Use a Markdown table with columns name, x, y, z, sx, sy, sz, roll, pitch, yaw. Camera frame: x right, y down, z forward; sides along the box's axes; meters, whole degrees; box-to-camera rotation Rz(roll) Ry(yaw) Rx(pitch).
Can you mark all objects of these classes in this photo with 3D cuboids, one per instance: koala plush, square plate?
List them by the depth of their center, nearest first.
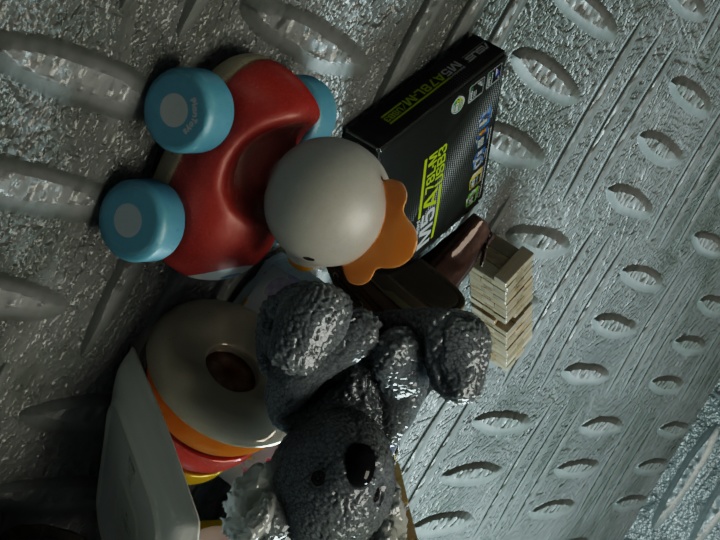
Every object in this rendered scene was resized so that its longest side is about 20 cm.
| name | x | y | z | sx | sy | sz | roll | pitch | yaw |
| --- | --- | --- | --- | --- | --- | --- | --- | --- | --- |
| koala plush | -0.015 | 0.127 | 1.310 | 0.184 | 0.177 | 0.200 | 159 | -61 | -65 |
| square plate | -0.177 | 0.198 | 1.375 | 0.028 | 0.200 | 0.198 | -6 | 132 | -22 |

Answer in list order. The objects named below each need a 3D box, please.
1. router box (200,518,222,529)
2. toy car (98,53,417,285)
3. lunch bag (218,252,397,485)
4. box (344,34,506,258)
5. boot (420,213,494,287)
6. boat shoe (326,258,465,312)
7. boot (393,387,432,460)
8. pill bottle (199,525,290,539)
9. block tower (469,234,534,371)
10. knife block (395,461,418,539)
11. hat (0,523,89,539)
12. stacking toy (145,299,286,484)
| name | x | y | z | sx | sy | sz | roll | pitch | yaw |
| --- | --- | --- | --- | --- | --- | --- | --- | --- | --- |
| router box | -0.119 | 0.328 | 1.555 | 0.051 | 0.149 | 0.200 | 32 | 52 | -63 |
| toy car | -0.051 | -0.046 | 1.269 | 0.184 | 0.200 | 0.177 | -6 | 125 | -61 |
| lunch bag | -0.045 | 0.108 | 1.513 | 0.127 | 0.169 | 0.200 | -19 | 136 | -55 |
| box | 0.054 | -0.096 | 1.610 | 0.193 | 0.047 | 0.200 | -42 | 152 | -37 |
| boot | 0.060 | 0.006 | 1.707 | 0.166 | 0.072 | 0.200 | -51 | 168 | 2 |
| boat shoe | 0.000 | 0.000 | 1.439 | 0.072 | 0.200 | 0.068 | -13 | 137 | -41 |
| boot | 0.040 | 0.149 | 1.864 | 0.151 | 0.073 | 0.200 | -46 | 149 | -25 |
| pill bottle | -0.149 | 0.289 | 1.484 | 0.200 | 0.113 | 0.112 | -23 | 166 | 20 |
| block tower | 0.163 | 0.037 | 1.984 | 0.054 | 0.058 | 0.200 | -47 | 157 | -22 |
| knife block | -0.031 | 0.288 | 1.928 | 0.200 | 0.175 | 0.064 | -103 | -153 | -54 |
| hat | -0.254 | 0.254 | 1.354 | 0.081 | 0.200 | 0.201 | -87 | -175 | -47 |
| stacking toy | -0.143 | 0.135 | 1.446 | 0.146 | 0.146 | 0.200 | -28 | 160 | -49 |
